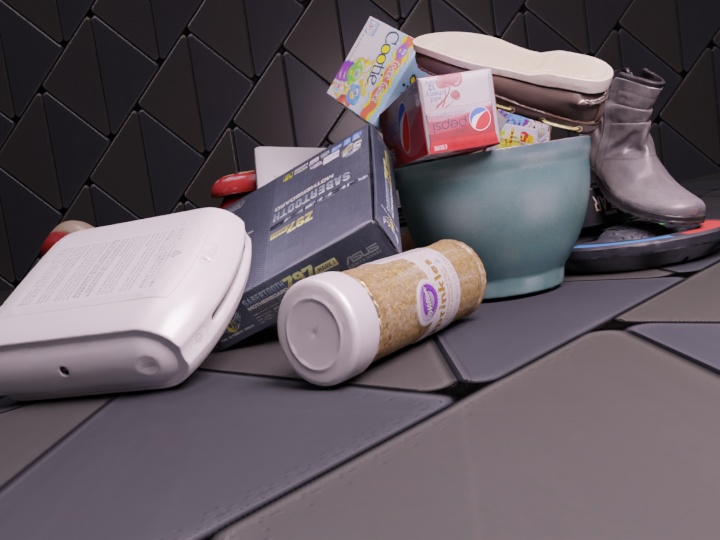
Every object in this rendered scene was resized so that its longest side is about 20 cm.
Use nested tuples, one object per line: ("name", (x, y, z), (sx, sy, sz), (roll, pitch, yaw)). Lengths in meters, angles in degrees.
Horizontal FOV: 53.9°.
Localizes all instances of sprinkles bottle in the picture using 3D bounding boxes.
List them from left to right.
("sprinkles bottle", (0.024, 0.023, 0.520), (0.067, 0.070, 0.198), (-5, 7, 34))

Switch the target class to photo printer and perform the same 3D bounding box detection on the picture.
("photo printer", (-0.187, 0.023, 0.576), (0.194, 0.071, 0.168), (-8, 36, 18))

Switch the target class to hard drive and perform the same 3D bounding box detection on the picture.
("hard drive", (-0.076, -0.125, 0.950), (0.128, 0.027, 0.201), (0, 26, -10))

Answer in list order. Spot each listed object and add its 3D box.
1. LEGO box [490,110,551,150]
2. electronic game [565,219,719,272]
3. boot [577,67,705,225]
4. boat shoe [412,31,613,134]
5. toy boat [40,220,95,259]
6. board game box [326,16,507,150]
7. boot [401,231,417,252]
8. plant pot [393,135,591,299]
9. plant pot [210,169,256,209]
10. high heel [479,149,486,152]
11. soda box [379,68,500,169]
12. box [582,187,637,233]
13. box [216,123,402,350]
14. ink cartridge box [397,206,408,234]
("LEGO box", (0.170, -0.170, 1.010), (0.194, 0.153, 0.077), (6, 19, 17))
("electronic game", (0.299, -0.033, 0.775), (0.194, 0.043, 0.200), (-9, 5, 1))
("boot", (0.301, -0.140, 0.762), (0.068, 0.135, 0.200), (-4, 30, -26))
("boat shoe", (0.137, -0.181, 0.677), (0.196, 0.061, 0.072), (19, 44, 22))
("toy boat", (-0.378, 0.023, 1.002), (0.196, 0.132, 0.131), (24, -20, 26))
("board game box", (0.073, -0.200, 0.865), (0.198, 0.106, 0.103), (23, 14, -48))
("boot", (0.000, 0.000, 0.883), (0.194, 0.068, 0.175), (-13, 3, -10))
("plant pot", (0.137, -0.048, 0.705), (0.194, 0.138, 0.200), (-10, 5, 1))
("plant pot", (-0.132, -0.062, 1.095), (0.194, 0.188, 0.201), (-7, 7, 1))
("high heel", (0.121, -0.137, 0.845), (0.065, 0.206, 0.096), (-6, 13, -2))
("soda box", (0.068, -0.136, 0.674), (0.068, 0.065, 0.200), (-10, 5, -6))
("box", (0.239, -0.058, 0.904), (0.157, 0.045, 0.198), (-11, -6, -35))
("box", (-0.058, -0.034, 0.655), (0.197, 0.051, 0.160), (-27, 36, 20))
("ink cartridge box", (0.069, -0.049, 1.052), (0.196, 0.097, 0.044), (-13, 7, -31))
